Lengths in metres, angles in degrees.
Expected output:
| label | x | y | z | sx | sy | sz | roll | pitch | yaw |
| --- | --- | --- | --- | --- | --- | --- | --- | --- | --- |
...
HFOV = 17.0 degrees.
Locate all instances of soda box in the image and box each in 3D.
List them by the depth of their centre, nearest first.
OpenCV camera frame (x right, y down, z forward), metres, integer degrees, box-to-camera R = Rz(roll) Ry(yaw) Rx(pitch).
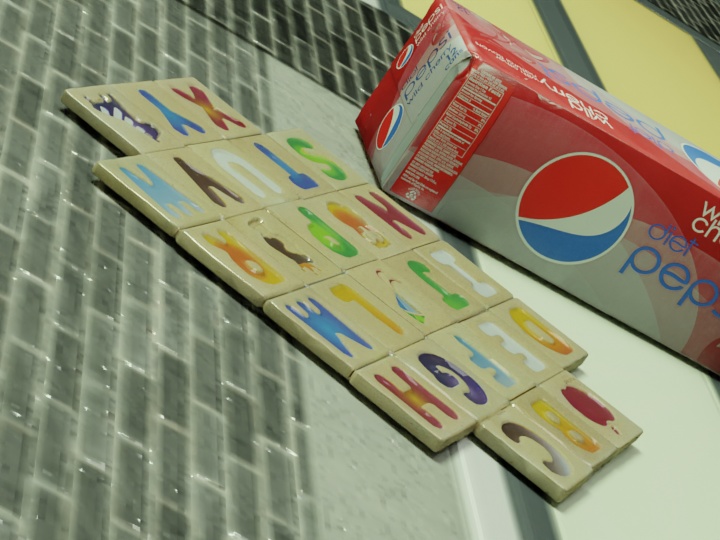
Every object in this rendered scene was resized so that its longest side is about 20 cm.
| label | x | y | z | sx | sy | sz | roll | pitch | yaw |
| --- | --- | --- | --- | --- | --- | --- | --- | --- | --- |
| soda box | 0.099 | -0.025 | 0.925 | 0.200 | 0.063 | 0.070 | 28 | 18 | -21 |

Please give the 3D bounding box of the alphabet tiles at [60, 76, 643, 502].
| label | x | y | z | sx | sy | sz | roll | pitch | yaw |
| --- | --- | --- | --- | --- | --- | --- | --- | --- | --- |
| alphabet tiles | 0.000 | 0.000 | 0.771 | 0.200 | 0.006 | 0.166 | 39 | 17 | 12 |
